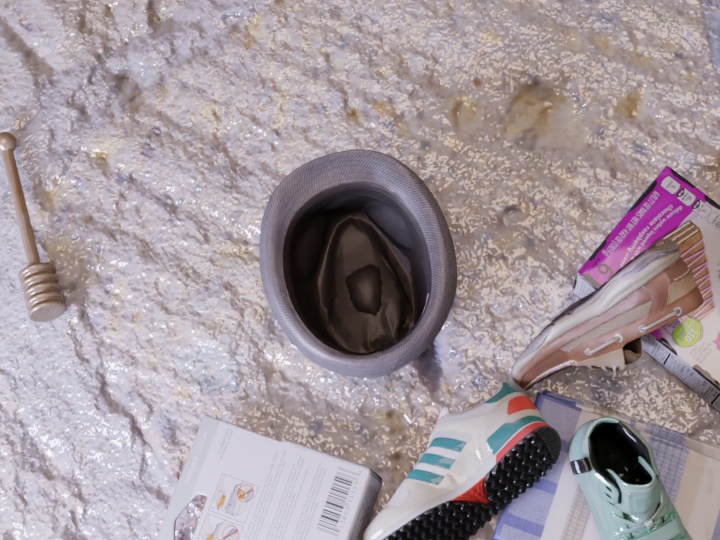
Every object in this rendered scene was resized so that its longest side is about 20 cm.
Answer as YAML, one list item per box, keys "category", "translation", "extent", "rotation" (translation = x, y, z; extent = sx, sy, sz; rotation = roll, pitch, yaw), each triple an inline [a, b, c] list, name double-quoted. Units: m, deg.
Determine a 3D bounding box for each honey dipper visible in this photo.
- category: "honey dipper"
  translation: [-0.328, -0.047, 1.226]
  extent: [0.037, 0.038, 0.203]
  rotation: [-19, 68, -1]

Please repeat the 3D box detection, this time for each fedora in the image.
- category: "fedora"
  translation: [0.000, 0.000, 1.147]
  extent: [0.174, 0.090, 0.203]
  rotation: [-22, 78, 0]

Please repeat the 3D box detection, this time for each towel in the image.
- category: "towel"
  translation: [0.230, 0.201, 1.099]
  extent: [0.197, 0.024, 0.149]
  rotation: [17, 78, 12]

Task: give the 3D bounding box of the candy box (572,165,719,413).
- category: "candy box"
  translation: [0.309, 0.023, 1.125]
  extent: [0.199, 0.061, 0.137]
  rotation: [40, 81, 15]

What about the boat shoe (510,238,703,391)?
- category: "boat shoe"
  translation: [0.209, 0.055, 1.077]
  extent: [0.072, 0.200, 0.075]
  rotation: [51, 39, 5]

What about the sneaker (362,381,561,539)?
- category: "sneaker"
  translation: [0.079, 0.177, 1.107]
  extent: [0.199, 0.070, 0.094]
  rotation: [-38, 41, 6]

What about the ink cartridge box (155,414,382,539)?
- category: "ink cartridge box"
  translation: [-0.093, 0.248, 1.105]
  extent: [0.171, 0.044, 0.203]
  rotation: [14, 74, 22]

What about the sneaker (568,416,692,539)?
- category: "sneaker"
  translation: [0.230, 0.213, 1.022]
  extent: [0.073, 0.118, 0.202]
  rotation: [-28, 74, -2]
